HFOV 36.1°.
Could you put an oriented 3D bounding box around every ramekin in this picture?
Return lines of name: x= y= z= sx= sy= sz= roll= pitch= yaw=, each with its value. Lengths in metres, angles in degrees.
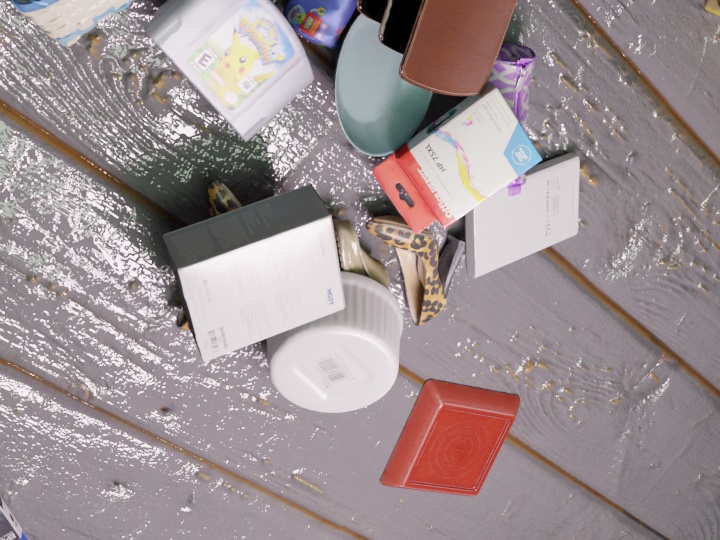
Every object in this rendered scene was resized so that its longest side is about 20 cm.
ramekin: x=-0.037 y=0.105 z=1.516 sx=0.197 sy=0.099 sz=0.202 roll=-1 pitch=135 yaw=-1

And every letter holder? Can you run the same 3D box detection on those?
letter holder: x=0.086 y=-0.299 z=1.351 sx=0.199 sy=0.100 sz=0.144 roll=-3 pitch=115 yaw=-54

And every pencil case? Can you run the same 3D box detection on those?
pencil case: x=-0.026 y=-0.368 z=1.327 sx=0.202 sy=0.086 sz=0.078 roll=-63 pitch=167 yaw=15
pencil case: x=0.199 y=-0.212 z=1.518 sx=0.083 sy=0.085 sz=0.203 roll=-19 pitch=125 yaw=-29

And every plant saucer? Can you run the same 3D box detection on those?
plant saucer: x=0.023 y=-0.250 z=1.412 sx=0.200 sy=0.038 sz=0.204 roll=-23 pitch=121 yaw=-43
plant saucer: x=0.154 y=0.285 z=1.797 sx=0.197 sy=0.037 sz=0.202 roll=13 pitch=109 yaw=-31

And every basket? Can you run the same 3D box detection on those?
basket: x=-0.318 y=-0.344 z=1.141 sx=0.175 sy=0.140 sz=0.201 roll=-33 pitch=156 yaw=-7

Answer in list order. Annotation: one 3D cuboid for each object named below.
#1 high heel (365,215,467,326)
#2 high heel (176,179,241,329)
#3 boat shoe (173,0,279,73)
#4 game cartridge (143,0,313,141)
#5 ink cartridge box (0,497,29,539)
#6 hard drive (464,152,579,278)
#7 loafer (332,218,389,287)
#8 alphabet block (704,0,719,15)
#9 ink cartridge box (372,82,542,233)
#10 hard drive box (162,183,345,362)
high heel: x=0.061 y=0.004 z=1.572 sx=0.198 sy=0.071 sz=0.144 roll=15 pitch=103 yaw=-41
high heel: x=-0.198 y=-0.012 z=1.424 sx=0.142 sy=0.071 sz=0.202 roll=-33 pitch=135 yaw=-15
boat shoe: x=-0.142 y=-0.303 z=1.310 sx=0.200 sy=0.065 sz=0.072 roll=-45 pitch=127 yaw=2
game cartridge: x=-0.142 y=-0.255 z=1.278 sx=0.133 sy=0.040 sz=0.200 roll=-44 pitch=135 yaw=0
ink cartridge box: x=-0.527 y=0.335 z=1.483 sx=0.098 sy=0.039 sz=0.202 roll=-28 pitch=126 yaw=-11
hard drive: x=0.239 y=-0.082 z=1.627 sx=0.198 sy=0.027 sz=0.134 roll=-22 pitch=125 yaw=-26
loafer: x=0.000 y=0.000 z=1.546 sx=0.068 sy=0.076 sz=0.202 roll=-28 pitch=134 yaw=-12
alphabet block: x=0.649 y=-0.412 z=1.568 sx=0.194 sy=0.196 sz=0.202 roll=15 pitch=110 yaw=-30
ink cartridge box: x=0.125 y=-0.140 z=1.458 sx=0.199 sy=0.067 sz=0.117 roll=-35 pitch=103 yaw=8
hard drive box: x=-0.128 y=0.003 z=1.374 sx=0.197 sy=0.077 sz=0.158 roll=-19 pitch=132 yaw=-13
